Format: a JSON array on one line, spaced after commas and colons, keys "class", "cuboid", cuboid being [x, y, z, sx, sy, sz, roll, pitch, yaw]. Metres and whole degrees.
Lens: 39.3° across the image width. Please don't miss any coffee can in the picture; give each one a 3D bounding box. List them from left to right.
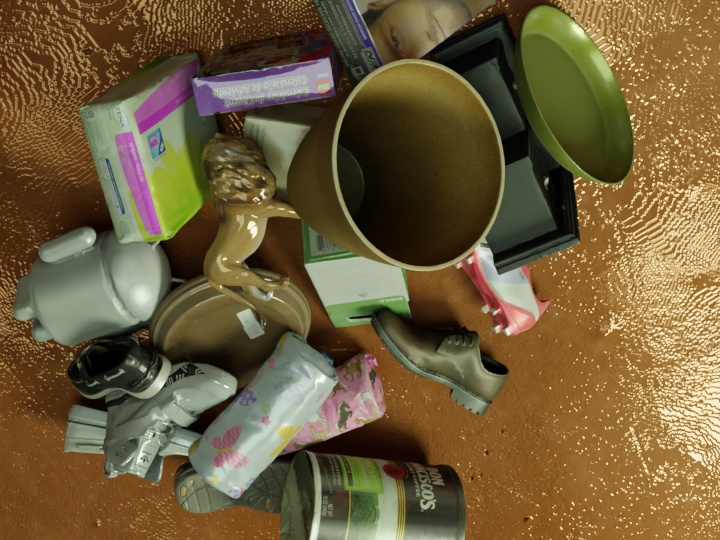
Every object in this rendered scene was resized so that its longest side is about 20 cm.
[{"class": "coffee can", "cuboid": [0.013, 0.308, 1.253, 0.197, 0.147, 0.148, 9, 114, -18]}]

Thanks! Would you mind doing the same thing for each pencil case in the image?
[{"class": "pencil case", "cuboid": [-0.116, 0.168, 1.185, 0.091, 0.083, 0.201, 41, 94, 21]}, {"class": "pencil case", "cuboid": [-0.064, 0.171, 1.257, 0.197, 0.083, 0.088, -20, 98, 10]}]

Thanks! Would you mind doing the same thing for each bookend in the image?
[{"class": "bookend", "cuboid": [0.147, -0.137, 1.054, 0.091, 0.199, 0.202, -22, 110, 19]}]

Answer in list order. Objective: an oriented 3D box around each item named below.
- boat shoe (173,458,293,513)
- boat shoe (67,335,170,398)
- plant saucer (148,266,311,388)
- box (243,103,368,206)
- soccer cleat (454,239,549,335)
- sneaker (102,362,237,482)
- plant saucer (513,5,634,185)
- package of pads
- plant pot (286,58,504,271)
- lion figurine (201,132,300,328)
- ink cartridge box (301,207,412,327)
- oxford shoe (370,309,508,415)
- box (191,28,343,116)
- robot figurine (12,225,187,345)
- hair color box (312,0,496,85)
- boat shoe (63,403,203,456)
[{"class": "boat shoe", "cuboid": [-0.147, 0.265, 1.309, 0.197, 0.073, 0.076, 7, 106, -24]}, {"class": "boat shoe", "cuboid": [-0.302, 0.112, 1.201, 0.060, 0.198, 0.075, 42, 65, -32]}, {"class": "plant saucer", "cuboid": [-0.153, 0.077, 1.205, 0.197, 0.030, 0.202, -10, 135, -10]}, {"class": "box", "cuboid": [-0.032, -0.127, 1.133, 0.196, 0.078, 0.096, 7, 114, -1]}, {"class": "soccer cleat", "cuboid": [0.154, -0.017, 1.191, 0.076, 0.067, 0.202, -34, 105, -18]}, {"class": "sneaker", "cuboid": [-0.229, 0.182, 1.187, 0.198, 0.117, 0.075, -15, 145, 31]}, {"class": "plant saucer", "cuboid": [0.219, -0.178, 1.054, 0.031, 0.201, 0.201, -24, 113, 40]}, {"class": "package of pads", "cuboid": [-0.210, -0.130, 1.072, 0.067, 0.201, 0.157, -5, 114, 17]}, {"class": "plant pot", "cuboid": [0.011, -0.093, 0.987, 0.184, 0.199, 0.190, 1, 89, -28]}, {"class": "lion figurine", "cuboid": [-0.129, -0.040, 1.085, 0.121, 0.072, 0.203, 11, 103, -21]}, {"class": "ink cartridge box", "cuboid": [0.000, 0.000, 1.173, 0.102, 0.060, 0.201, -8, 155, 5]}, {"class": "oxford shoe", "cuboid": [0.099, 0.092, 1.230, 0.199, 0.073, 0.085, 31, 109, -24]}, {"class": "box", "cuboid": [-0.087, -0.208, 1.035, 0.134, 0.201, 0.040, -8, 111, 6]}, {"class": "robot figurine", "cuboid": [-0.307, 0.017, 1.185, 0.197, 0.114, 0.170, -17, 138, 9]}, {"class": "hair color box", "cuboid": [0.052, -0.280, 1.010, 0.200, 0.064, 0.110, -41, 113, -29]}, {"class": "boat shoe", "cuboid": [-0.282, 0.223, 1.287, 0.197, 0.074, 0.068, 11, 79, 9]}]
